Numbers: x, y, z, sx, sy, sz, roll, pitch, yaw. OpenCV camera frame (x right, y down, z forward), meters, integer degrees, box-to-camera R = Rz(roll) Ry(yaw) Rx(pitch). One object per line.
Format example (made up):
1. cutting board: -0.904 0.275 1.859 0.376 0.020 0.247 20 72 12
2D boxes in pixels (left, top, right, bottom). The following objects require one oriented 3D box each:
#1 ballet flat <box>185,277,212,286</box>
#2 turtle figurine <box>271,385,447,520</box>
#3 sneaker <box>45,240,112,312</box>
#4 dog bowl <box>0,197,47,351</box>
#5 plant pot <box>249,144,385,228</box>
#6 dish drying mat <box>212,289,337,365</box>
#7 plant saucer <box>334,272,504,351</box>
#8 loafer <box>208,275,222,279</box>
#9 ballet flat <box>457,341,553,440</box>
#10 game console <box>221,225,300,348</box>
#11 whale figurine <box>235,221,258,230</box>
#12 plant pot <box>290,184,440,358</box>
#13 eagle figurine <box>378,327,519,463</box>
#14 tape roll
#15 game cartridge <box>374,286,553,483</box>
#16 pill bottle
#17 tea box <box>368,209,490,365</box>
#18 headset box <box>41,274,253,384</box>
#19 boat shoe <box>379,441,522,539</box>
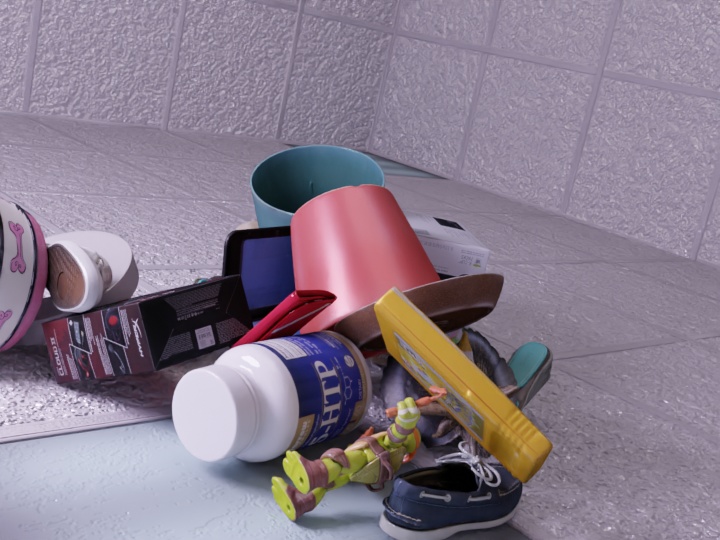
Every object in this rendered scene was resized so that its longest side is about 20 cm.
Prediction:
1. ballet flat: -0.168 0.063 1.275 0.200 0.072 0.072 27 0 -42
2. turtle figurine: -0.002 0.182 0.887 0.161 0.200 0.065 -18 73 -32
3. sneaker: -0.309 0.001 1.054 0.084 0.073 0.200 5 9 -33
4. dog bowl: -0.428 0.005 1.050 0.200 0.201 0.074 24 6 41
5. plant pot: -0.063 -0.072 1.425 0.200 0.161 0.201 0 37 0
6. dish drying mat: -0.114 0.086 1.033 0.018 0.200 0.077 57 26 17
7. plant saucer: 0.070 0.052 1.054 0.200 0.035 0.200 -17 -13 -4
8. loafer: -0.139 0.057 1.363 0.199 0.073 0.071 5 18 4
9. ballet flat: 0.182 0.166 1.175 0.067 0.064 0.200 21 44 34
10. game console: -0.086 0.043 1.222 0.176 0.116 0.200 47 27 20
11. whale figurine: -0.136 0.008 1.541 0.200 0.104 0.159 38 16 2
12. plant pot: 0.000 0.000 1.197 0.200 0.178 0.201 -15 -20 -6
13. eagle figurine: 0.117 0.141 1.086 0.152 0.151 0.200 31 -3 -7
14. tape roll: -0.379 0.018 1.169 0.202 0.037 0.203 -7 34 5
15. game cartridge: 0.096 0.117 0.895 0.200 0.032 0.176 46 -9 19
16. pill bottle: -0.090 0.132 0.969 0.119 0.120 0.200 21 17 33
17. tea box: 0.085 0.028 1.385 0.133 0.197 0.200 10 12 -9
18. headset box: -0.241 0.067 1.038 0.200 0.075 0.148 -11 4 40
19. boat shoe: 0.098 0.213 0.925 0.200 0.062 0.075 0 18 -42
